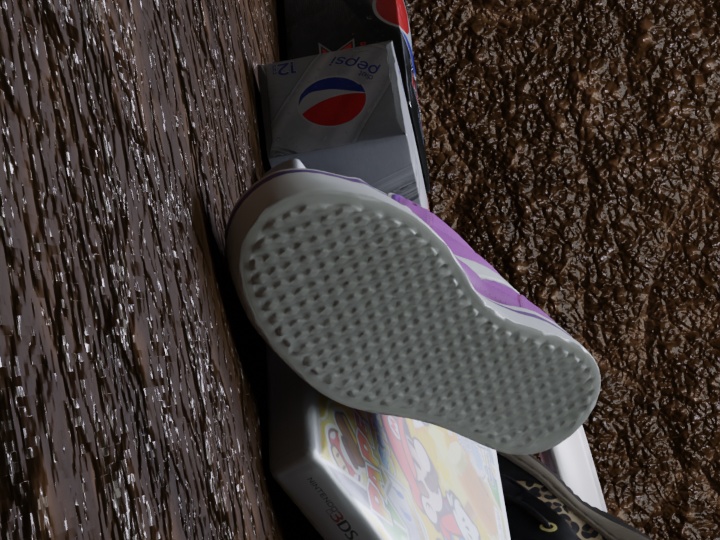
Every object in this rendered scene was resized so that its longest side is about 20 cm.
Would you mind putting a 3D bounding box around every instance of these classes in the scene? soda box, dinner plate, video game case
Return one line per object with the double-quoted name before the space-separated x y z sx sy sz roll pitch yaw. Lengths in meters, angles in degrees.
"soda box" 0.002 -0.018 1.020 0.201 0.068 0.064 77 5 -50
"dinner plate" 0.114 0.110 1.141 0.200 0.024 0.202 -15 90 -90
"soda box" -0.005 -0.120 1.169 0.201 0.070 0.064 -96 173 -50
"video game case" 0.016 0.073 0.859 0.182 0.023 0.201 54 18 -31

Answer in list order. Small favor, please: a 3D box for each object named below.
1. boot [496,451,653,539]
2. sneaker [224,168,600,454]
"boot" 0.047 0.152 0.954 0.150 0.199 0.074 -32 146 -48
"sneaker" 0.000 0.001 0.794 0.200 0.073 0.114 36 10 -47
